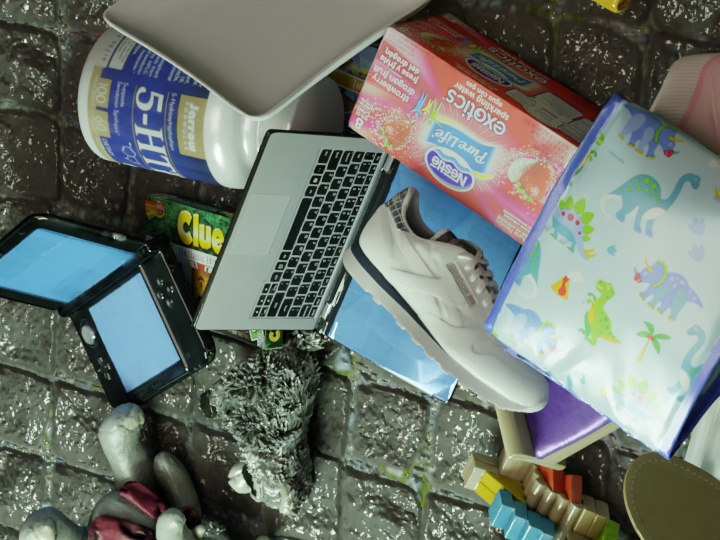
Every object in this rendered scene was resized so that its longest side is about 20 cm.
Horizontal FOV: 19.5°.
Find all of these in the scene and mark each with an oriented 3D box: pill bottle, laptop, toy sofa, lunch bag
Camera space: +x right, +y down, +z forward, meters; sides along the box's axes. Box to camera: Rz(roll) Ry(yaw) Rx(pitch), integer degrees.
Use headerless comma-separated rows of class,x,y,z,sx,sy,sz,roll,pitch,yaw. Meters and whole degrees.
pill bottle,-0.120,-0.132,1.720,0.199,0.120,0.121,13,108,27
laptop,0.000,0.000,1.673,0.116,0.199,0.188,48,125,41
toy sofa,0.186,0.073,1.616,0.200,0.097,0.083,-33,56,33
lunch bag,0.205,0.006,1.482,0.170,0.127,0.201,35,98,20

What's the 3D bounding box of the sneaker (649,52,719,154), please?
sneaker,0.261,-0.066,1.561,0.104,0.075,0.202,7,98,27

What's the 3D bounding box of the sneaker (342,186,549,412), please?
sneaker,0.076,0.026,1.604,0.200,0.076,0.081,44,102,13

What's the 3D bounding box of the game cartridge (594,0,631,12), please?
game cartridge,0.148,-0.316,1.560,0.199,0.032,0.177,33,117,21

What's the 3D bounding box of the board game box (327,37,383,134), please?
board game box,-0.062,-0.156,1.772,0.199,0.034,0.136,26,115,25

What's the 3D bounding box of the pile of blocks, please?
pile of blocks,0.164,0.199,1.684,0.199,0.082,0.062,35,118,22

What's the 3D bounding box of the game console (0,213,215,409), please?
game console,-0.245,0.042,1.855,0.200,0.116,0.177,-30,84,54

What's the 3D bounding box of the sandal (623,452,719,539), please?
sandal,0.285,0.220,1.623,0.211,0.070,0.078,34,82,2

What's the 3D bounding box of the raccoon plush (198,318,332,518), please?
raccoon plush,-0.048,0.122,1.802,0.200,0.097,0.134,-39,88,33

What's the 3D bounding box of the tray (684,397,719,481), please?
tray,0.312,0.098,1.601,0.107,0.022,0.201,23,113,25

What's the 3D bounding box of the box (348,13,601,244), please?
box,0.103,-0.109,1.639,0.199,0.100,0.096,35,117,21

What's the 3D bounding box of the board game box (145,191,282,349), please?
board game box,-0.129,-0.003,1.816,0.199,0.023,0.106,16,107,53

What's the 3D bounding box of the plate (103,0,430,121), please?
plate,-0.072,-0.204,1.672,0.199,0.200,0.032,35,150,34

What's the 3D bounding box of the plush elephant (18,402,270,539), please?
plush elephant,-0.178,0.249,1.874,0.154,0.165,0.201,8,135,44
